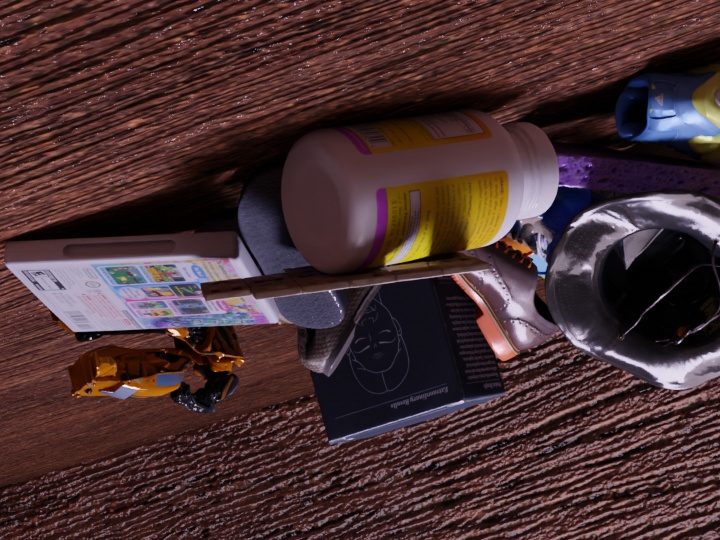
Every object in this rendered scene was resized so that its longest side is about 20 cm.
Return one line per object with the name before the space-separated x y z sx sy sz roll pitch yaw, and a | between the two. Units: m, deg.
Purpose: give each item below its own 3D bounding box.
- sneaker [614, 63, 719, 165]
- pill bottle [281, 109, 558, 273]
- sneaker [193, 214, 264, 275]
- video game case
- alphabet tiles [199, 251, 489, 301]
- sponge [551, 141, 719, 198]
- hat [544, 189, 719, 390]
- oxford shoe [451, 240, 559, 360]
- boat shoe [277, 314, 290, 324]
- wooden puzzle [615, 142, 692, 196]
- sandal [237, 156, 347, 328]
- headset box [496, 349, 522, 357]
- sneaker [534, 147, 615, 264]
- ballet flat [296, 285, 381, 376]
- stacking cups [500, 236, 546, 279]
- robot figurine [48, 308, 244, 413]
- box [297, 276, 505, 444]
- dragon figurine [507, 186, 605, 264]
sneaker | 0.253 -0.130 1.510 0.104 0.076 0.200 2 173 1
pill bottle | 0.048 -0.062 1.385 0.199 0.105 0.104 -10 171 -34
sneaker | -0.042 -0.028 1.593 0.199 0.076 0.114 -13 175 27
video game case | -0.170 0.011 1.512 0.181 0.024 0.200 -3 163 6
alphabet tiles | -0.017 0.003 1.375 0.199 0.008 0.167 -7 -175 -6
sponge | 0.224 -0.081 1.551 0.199 0.030 0.112 6 -171 -15
hat | 0.251 -0.003 1.540 0.200 0.201 0.081 -18 -150 19
oxford shoe | 0.120 -0.010 1.717 0.072 0.200 0.071 -22 -147 14
boat shoe | -0.082 0.023 1.879 0.073 0.076 0.200 -15 173 19
wooden puzzle | 0.286 -0.046 1.707 0.037 0.201 0.185 20 158 -22
sandal | -0.051 -0.027 1.477 0.076 0.043 0.201 6 146 8
headset box | 0.073 0.027 1.886 0.199 0.149 0.077 -18 134 26
sneaker | 0.192 -0.023 1.716 0.085 0.201 0.077 -2 141 6
ballet flat | 0.000 0.000 1.635 0.046 0.201 0.067 27 161 7
stacking cups | 0.175 -0.031 1.825 0.060 0.061 0.200 -19 143 29
robot figurine | -0.186 0.061 1.708 0.199 0.146 0.058 0 153 -46
box | 0.029 0.044 1.766 0.148 0.201 0.107 -18 172 25
dragon figurine | 0.179 -0.056 1.649 0.100 0.200 0.059 -55 141 4
